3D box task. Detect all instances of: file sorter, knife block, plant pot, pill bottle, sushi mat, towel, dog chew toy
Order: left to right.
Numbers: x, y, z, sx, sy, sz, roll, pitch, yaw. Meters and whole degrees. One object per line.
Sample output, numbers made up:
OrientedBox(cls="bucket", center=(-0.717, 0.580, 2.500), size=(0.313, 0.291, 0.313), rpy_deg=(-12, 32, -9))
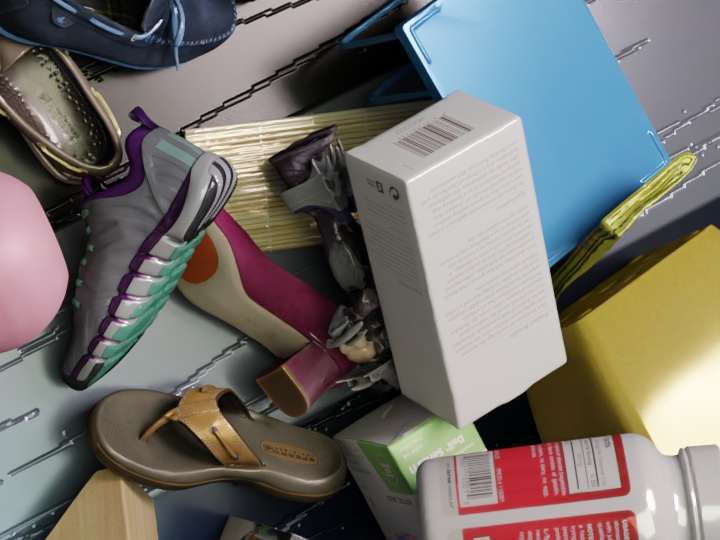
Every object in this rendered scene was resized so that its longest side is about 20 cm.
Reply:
OrientedBox(cls="dog chew toy", center=(-0.295, 0.014, 1.460), size=(0.200, 0.125, 0.125), rpy_deg=(-24, 98, -13))
OrientedBox(cls="knife block", center=(-0.155, 0.254, 1.484), size=(0.200, 0.175, 0.064), rpy_deg=(-55, 151, -14))
OrientedBox(cls="sushi mat", center=(-0.030, -0.066, 1.620), size=(0.200, 0.012, 0.096), rpy_deg=(-8, 92, -21))
OrientedBox(cls="file sorter", center=(0.097, -0.119, 1.600), size=(0.139, 0.123, 0.200), rpy_deg=(-38, 108, -25))
OrientedBox(cls="pill bottle", center=(0.141, 0.168, 1.473), size=(0.200, 0.112, 0.112), rpy_deg=(-7, 92, 3))
OrientedBox(cls="towel", center=(0.183, -0.026, 1.607), size=(0.086, 0.200, 0.018), rpy_deg=(-38, 83, -17))
OrientedBox(cls="plant pot", center=(0.232, 0.082, 1.635), size=(0.200, 0.200, 0.177), rpy_deg=(-34, 91, -18))

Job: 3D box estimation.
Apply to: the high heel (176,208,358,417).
OrientedBox(cls="high heel", center=(-0.072, 0.002, 1.583), size=(0.096, 0.067, 0.200), rpy_deg=(-45, 111, -47))

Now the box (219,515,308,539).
OrientedBox(cls="box", center=(-0.091, 0.271, 1.525), size=(0.038, 0.137, 0.200), rpy_deg=(25, 81, -20))

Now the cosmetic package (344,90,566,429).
OrientedBox(cls="cosmetic package", center=(0.066, -0.007, 1.502), size=(0.101, 0.071, 0.200), rpy_deg=(-30, 125, -25))

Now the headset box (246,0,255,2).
OrientedBox(cls="headset box", center=(-0.046, -0.310, 1.572), size=(0.174, 0.093, 0.200), rpy_deg=(-39, 103, -18))

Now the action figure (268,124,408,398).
OrientedBox(cls="action figure", center=(0.000, 0.000, 1.569), size=(0.069, 0.130, 0.200), rpy_deg=(-22, 99, 22))

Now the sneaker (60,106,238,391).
OrientedBox(cls="sneaker", center=(-0.164, -0.014, 1.516), size=(0.087, 0.074, 0.200), rpy_deg=(36, 111, 6))

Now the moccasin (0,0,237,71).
OrientedBox(cls="moccasin", center=(-0.156, -0.176, 1.511), size=(0.200, 0.068, 0.081), rpy_deg=(-7, 77, -44))

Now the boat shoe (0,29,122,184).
OrientedBox(cls="boat shoe", center=(-0.234, -0.141, 1.513), size=(0.072, 0.060, 0.200), rpy_deg=(-43, 104, -16))

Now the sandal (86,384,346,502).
OrientedBox(cls="sandal", center=(-0.093, 0.115, 1.551), size=(0.200, 0.055, 0.082), rpy_deg=(14, 40, -23))

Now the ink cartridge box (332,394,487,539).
OrientedBox(cls="ink cartridge box", center=(0.069, 0.192, 1.600), size=(0.067, 0.117, 0.200), rpy_deg=(-31, 100, -18))
